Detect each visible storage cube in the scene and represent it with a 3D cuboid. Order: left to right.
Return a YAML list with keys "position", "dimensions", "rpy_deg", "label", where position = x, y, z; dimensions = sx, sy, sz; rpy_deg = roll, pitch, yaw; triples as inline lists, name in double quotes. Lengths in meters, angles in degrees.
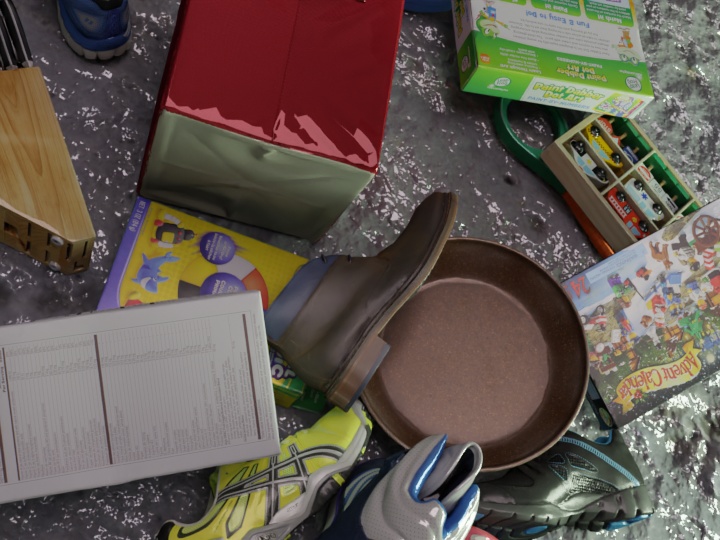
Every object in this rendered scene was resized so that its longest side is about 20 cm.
- position: [-0.075, -0.149, 0.811]
  dimensions: [0.169, 0.200, 0.182]
  rpy_deg: [15, 69, -15]
  label: "storage cube"

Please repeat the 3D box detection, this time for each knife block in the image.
- position: [-0.271, -0.118, 0.792]
  dimensions: [0.198, 0.064, 0.177]
  rpy_deg: [28, 61, -7]
  label: "knife block"

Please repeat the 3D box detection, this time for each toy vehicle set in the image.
- position: [0.279, -0.067, 0.988]
  dimensions: [0.124, 0.027, 0.201]
  rpy_deg: [-35, 85, -39]
  label: "toy vehicle set"

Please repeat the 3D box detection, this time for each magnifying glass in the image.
- position: [0.200, -0.100, 0.990]
  dimensions: [0.079, 0.022, 0.202]
  rpy_deg: [-23, 79, -32]
  label: "magnifying glass"

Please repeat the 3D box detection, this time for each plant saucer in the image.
- position: [0.088, 0.069, 0.817]
  dimensions: [0.197, 0.037, 0.203]
  rpy_deg: [2, 66, -4]
  label: "plant saucer"

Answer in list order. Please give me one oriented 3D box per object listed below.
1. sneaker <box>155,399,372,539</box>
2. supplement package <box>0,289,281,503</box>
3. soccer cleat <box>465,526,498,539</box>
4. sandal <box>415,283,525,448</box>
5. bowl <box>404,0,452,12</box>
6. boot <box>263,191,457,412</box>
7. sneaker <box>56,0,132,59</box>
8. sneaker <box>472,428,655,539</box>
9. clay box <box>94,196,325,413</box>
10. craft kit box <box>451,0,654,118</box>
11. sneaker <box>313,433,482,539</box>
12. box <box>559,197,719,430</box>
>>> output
- position: [-0.066, 0.159, 0.740]
  dimensions: [0.076, 0.075, 0.200]
  rpy_deg: [44, 58, 3]
  label: "sneaker"
- position: [-0.165, 0.083, 0.683]
  dimensions: [0.197, 0.109, 0.116]
  rpy_deg: [-7, 88, -14]
  label: "supplement package"
- position: [0.125, 0.263, 0.776]
  dimensions: [0.199, 0.076, 0.067]
  rpy_deg: [40, 72, -18]
  label: "soccer cleat"
- position: [0.084, 0.095, 0.851]
  dimensions: [0.075, 0.043, 0.202]
  rpy_deg: [24, 65, 1]
  label: "sandal"
- position: [0.055, -0.360, 1.043]
  dimensions: [0.198, 0.039, 0.203]
  rpy_deg: [8, 64, -18]
  label: "bowl"
- position: [0.000, 0.000, 0.776]
  dimensions: [0.096, 0.075, 0.201]
  rpy_deg: [31, 67, -1]
  label: "boot"
- position: [-0.251, -0.289, 0.863]
  dimensions: [0.078, 0.089, 0.201]
  rpy_deg: [-25, 77, -30]
  label: "sneaker"
- position: [0.151, 0.177, 0.823]
  dimensions: [0.198, 0.073, 0.083]
  rpy_deg: [4, 62, -31]
  label: "sneaker"
- position: [-0.105, 0.030, 0.798]
  dimensions: [0.197, 0.048, 0.116]
  rpy_deg: [19, 62, -11]
  label: "clay box"
- position: [0.188, -0.260, 1.001]
  dimensions: [0.197, 0.049, 0.200]
  rpy_deg: [6, 61, -19]
  label: "craft kit box"
- position: [0.041, 0.161, 0.694]
  dimensions: [0.081, 0.146, 0.200]
  rpy_deg: [51, 24, 3]
  label: "sneaker"
- position: [0.278, 0.038, 0.908]
  dimensions: [0.198, 0.038, 0.138]
  rpy_deg: [-27, 84, -12]
  label: "box"
